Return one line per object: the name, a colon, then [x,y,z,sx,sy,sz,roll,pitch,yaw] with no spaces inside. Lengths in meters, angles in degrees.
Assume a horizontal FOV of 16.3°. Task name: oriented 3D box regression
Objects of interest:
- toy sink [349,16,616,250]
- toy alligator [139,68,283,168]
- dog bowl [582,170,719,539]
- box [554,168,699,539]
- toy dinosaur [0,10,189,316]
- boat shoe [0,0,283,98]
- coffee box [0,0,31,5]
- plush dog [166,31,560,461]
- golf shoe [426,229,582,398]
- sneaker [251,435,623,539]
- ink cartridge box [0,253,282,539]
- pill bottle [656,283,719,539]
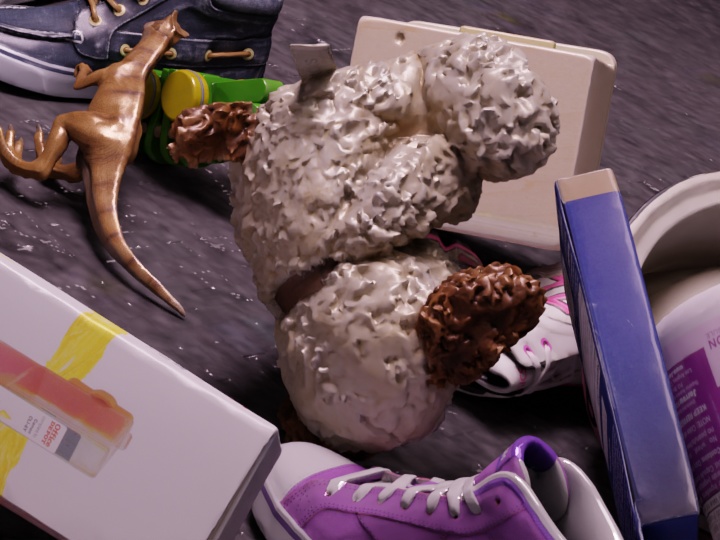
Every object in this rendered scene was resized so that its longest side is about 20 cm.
toy sink: [0.069,-0.078,1.405,0.129,0.113,0.200,11,3,11]
toy alligator: [-0.079,-0.083,1.426,0.199,0.055,0.059,10,3,44]
dog bowl: [0.201,0.053,1.282,0.198,0.074,0.202,9,58,-15]
box: [0.124,0.070,1.137,0.032,0.121,0.201,-11,65,2]
toy dinosaur: [-0.140,-0.065,1.362,0.105,0.060,0.201,-12,54,26]
boat shoe: [-0.147,-0.153,1.518,0.199,0.091,0.071,10,24,-22]
coffee box: [-0.231,-0.313,1.656,0.197,0.201,0.200,29,27,22]
plush dog: [0.000,0.000,1.185,0.159,0.200,0.173,-2,67,-35]
golf shoe: [0.088,0.040,1.333,0.198,0.073,0.092,8,41,-10]
sneaker: [0.040,0.105,1.102,0.200,0.115,0.072,33,29,30]
ink cartridge box: [-0.133,0.051,1.021,0.199,0.084,0.145,32,-6,3]
pill bottle: [0.212,0.104,1.148,0.112,0.112,0.201,-3,67,-40]
